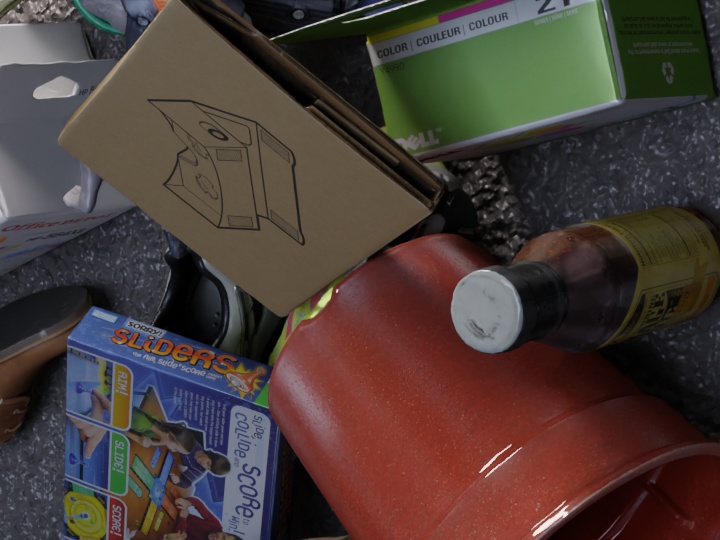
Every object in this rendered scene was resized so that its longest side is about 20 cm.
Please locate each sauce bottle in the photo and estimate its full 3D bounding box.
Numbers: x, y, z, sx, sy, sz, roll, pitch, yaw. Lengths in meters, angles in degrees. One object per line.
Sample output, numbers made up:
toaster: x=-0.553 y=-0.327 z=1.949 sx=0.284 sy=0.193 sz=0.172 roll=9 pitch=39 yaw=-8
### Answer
sauce bottle: x=0.114 y=0.008 z=1.207 sx=0.066 sy=0.200 sz=0.066 roll=7 pitch=103 yaw=36

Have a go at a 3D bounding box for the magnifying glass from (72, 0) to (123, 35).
magnifying glass: x=-0.134 y=-0.240 z=1.442 sx=0.080 sy=0.022 sz=0.200 roll=3 pitch=89 yaw=-8

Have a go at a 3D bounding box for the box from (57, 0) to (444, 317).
box: x=-0.063 y=-0.057 z=1.256 sx=0.163 sy=0.021 sz=0.200 roll=38 pitch=153 yaw=-9

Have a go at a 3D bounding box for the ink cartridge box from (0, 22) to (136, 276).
ink cartridge box: x=-0.244 y=-0.067 z=1.498 sx=0.200 sy=0.129 sz=0.125 roll=-24 pitch=83 yaw=36

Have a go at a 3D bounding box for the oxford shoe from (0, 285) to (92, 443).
oxford shoe: x=-0.232 y=0.071 z=1.561 sx=0.200 sy=0.071 sz=0.071 roll=-30 pitch=108 yaw=33

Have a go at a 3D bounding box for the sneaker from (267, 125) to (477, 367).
sneaker: x=0.000 y=0.000 z=1.376 sx=0.200 sy=0.078 sz=0.090 roll=-56 pitch=39 yaw=34

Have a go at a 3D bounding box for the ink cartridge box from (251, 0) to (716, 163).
ink cartridge box: x=0.064 y=-0.102 z=1.227 sx=0.148 sy=0.200 sz=0.076 roll=-13 pitch=89 yaw=37

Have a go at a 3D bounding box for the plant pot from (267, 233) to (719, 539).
plant pot: x=0.063 y=0.097 z=1.272 sx=0.195 sy=0.201 sz=0.201 roll=49 pitch=121 yaw=29

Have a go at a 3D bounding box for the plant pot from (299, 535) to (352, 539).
plant pot: x=-0.002 y=0.212 z=1.323 sx=0.201 sy=0.201 sz=0.093 roll=46 pitch=115 yaw=22

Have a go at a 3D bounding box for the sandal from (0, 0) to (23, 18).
sandal: x=-0.210 y=-0.207 z=1.466 sx=0.201 sy=0.057 sz=0.080 roll=-42 pitch=67 yaw=1

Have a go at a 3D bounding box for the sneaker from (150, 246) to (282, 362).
sneaker: x=-0.099 y=0.063 z=1.439 sx=0.076 sy=0.088 sz=0.200 roll=16 pitch=107 yaw=31

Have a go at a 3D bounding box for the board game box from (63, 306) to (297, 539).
board game box: x=-0.106 y=0.125 z=1.417 sx=0.135 sy=0.034 sz=0.200 roll=19 pitch=131 yaw=13

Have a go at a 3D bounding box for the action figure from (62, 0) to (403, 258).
action figure: x=-0.077 y=-0.110 z=1.349 sx=0.200 sy=0.105 sz=0.194 roll=4 pitch=130 yaw=-3
